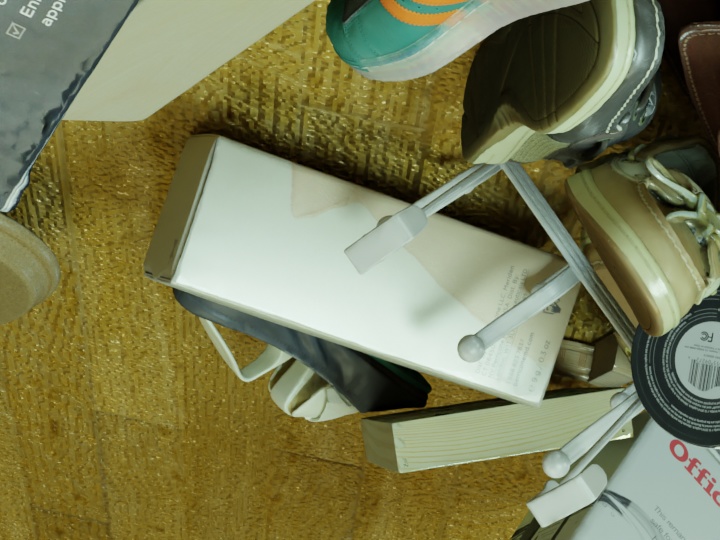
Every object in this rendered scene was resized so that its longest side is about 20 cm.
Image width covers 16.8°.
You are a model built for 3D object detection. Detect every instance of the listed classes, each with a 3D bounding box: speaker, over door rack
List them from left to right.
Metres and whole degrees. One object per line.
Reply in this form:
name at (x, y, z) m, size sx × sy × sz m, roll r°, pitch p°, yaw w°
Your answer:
over door rack at (0.063, 0.028, 1.104) m, size 0.067 × 0.200 × 0.148 m, roll -36°, pitch 90°, yaw 22°
speaker at (0.203, 0.044, 1.167) m, size 0.081 × 0.081 × 0.200 m, roll -1°, pitch 177°, yaw 28°

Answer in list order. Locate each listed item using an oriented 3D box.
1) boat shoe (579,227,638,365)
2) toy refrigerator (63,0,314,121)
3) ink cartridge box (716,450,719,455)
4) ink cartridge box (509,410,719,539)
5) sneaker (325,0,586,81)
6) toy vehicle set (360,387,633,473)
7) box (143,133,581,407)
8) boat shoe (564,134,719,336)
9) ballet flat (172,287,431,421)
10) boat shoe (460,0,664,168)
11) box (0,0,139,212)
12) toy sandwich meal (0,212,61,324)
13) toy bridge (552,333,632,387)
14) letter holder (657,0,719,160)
boat shoe at (0.174, 0.038, 1.270) m, size 0.074 × 0.066 × 0.200 m, roll -7°, pitch 150°, yaw 36°
toy refrigerator at (-0.085, -0.126, 1.021) m, size 0.076 × 0.070 × 0.200 m, roll -2°, pitch 165°, yaw -32°
ink cartridge box at (0.285, 0.147, 1.433) m, size 0.146 × 0.083 × 0.200 m, roll -4°, pitch 151°, yaw 32°
ink cartridge box at (0.143, 0.192, 1.300) m, size 0.145 × 0.200 × 0.083 m, roll 48°, pitch 138°, yaw -9°
sneaker at (0.037, -0.136, 0.966) m, size 0.080 × 0.071 × 0.200 m, roll 40°, pitch 149°, yaw -20°
toy vehicle set at (0.070, 0.086, 1.342) m, size 0.124 × 0.027 × 0.200 m, roll -8°, pitch 178°, yaw -5°
box at (0.000, 0.000, 1.227) m, size 0.200 × 0.078 × 0.095 m, roll 19°, pitch 179°, yaw -15°
boat shoe at (0.131, -0.026, 1.055) m, size 0.063 × 0.200 × 0.073 m, roll -28°, pitch 101°, yaw 9°
ballet flat at (-0.037, 0.041, 1.371) m, size 0.073 × 0.073 × 0.200 m, roll -5°, pitch 149°, yaw 35°
boat shoe at (0.096, -0.084, 1.034) m, size 0.066 × 0.072 × 0.201 m, roll 4°, pitch 170°, yaw -13°
box at (-0.169, -0.156, 0.867) m, size 0.200 × 0.118 × 0.197 m, roll 23°, pitch 126°, yaw -23°
toy sandwich meal at (-0.261, -0.031, 1.342) m, size 0.205 × 0.070 × 0.205 m, roll 6°, pitch 157°, yaw 3°
toy bridge at (0.060, 0.027, 1.351) m, size 0.200 × 0.027 × 0.067 m, roll 21°, pitch 157°, yaw -17°
letter holder at (0.190, -0.052, 1.027) m, size 0.142 × 0.101 × 0.200 m, roll 3°, pitch 154°, yaw 26°
